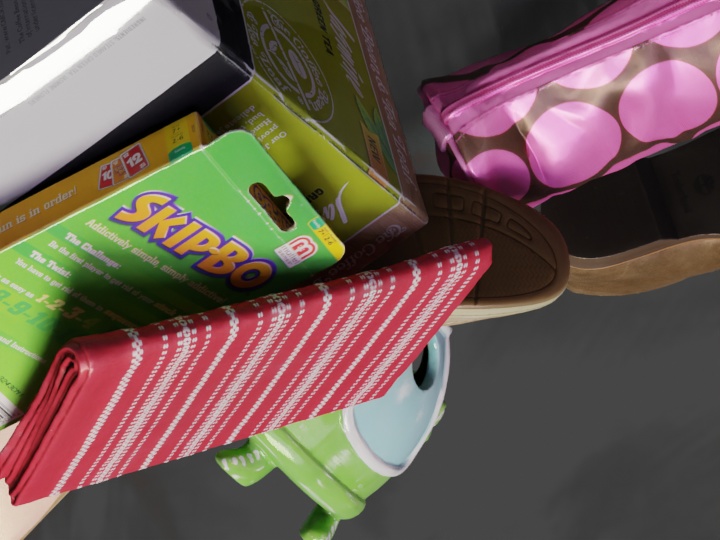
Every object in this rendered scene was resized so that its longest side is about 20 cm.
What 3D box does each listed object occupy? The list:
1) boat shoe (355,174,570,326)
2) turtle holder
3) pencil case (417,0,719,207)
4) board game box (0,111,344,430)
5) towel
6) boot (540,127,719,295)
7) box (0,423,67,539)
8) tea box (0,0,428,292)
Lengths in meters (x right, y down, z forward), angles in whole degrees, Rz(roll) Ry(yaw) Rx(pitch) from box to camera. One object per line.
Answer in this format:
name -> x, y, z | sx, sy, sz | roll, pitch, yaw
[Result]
boat shoe -> 0.000, 0.000, 1.285 | 0.199, 0.072, 0.065 | -1, 153, -6
turtle holder -> -0.012, 0.060, 1.382 | 0.132, 0.141, 0.186 | -44, 120, 0
pencil case -> 0.125, -0.097, 1.301 | 0.199, 0.091, 0.094 | -27, 166, 10
board game box -> -0.113, 0.005, 1.088 | 0.199, 0.030, 0.096 | -24, 138, 15
towel -> -0.052, 0.041, 1.135 | 0.199, 0.023, 0.145 | -15, 160, -28
boot -> 0.192, -0.030, 1.412 | 0.199, 0.074, 0.076 | -9, 155, -1
box -> -0.227, 0.081, 1.345 | 0.200, 0.021, 0.163 | -46, 112, 3
tea box -> -0.094, -0.100, 1.151 | 0.133, 0.201, 0.197 | -34, 135, 19
